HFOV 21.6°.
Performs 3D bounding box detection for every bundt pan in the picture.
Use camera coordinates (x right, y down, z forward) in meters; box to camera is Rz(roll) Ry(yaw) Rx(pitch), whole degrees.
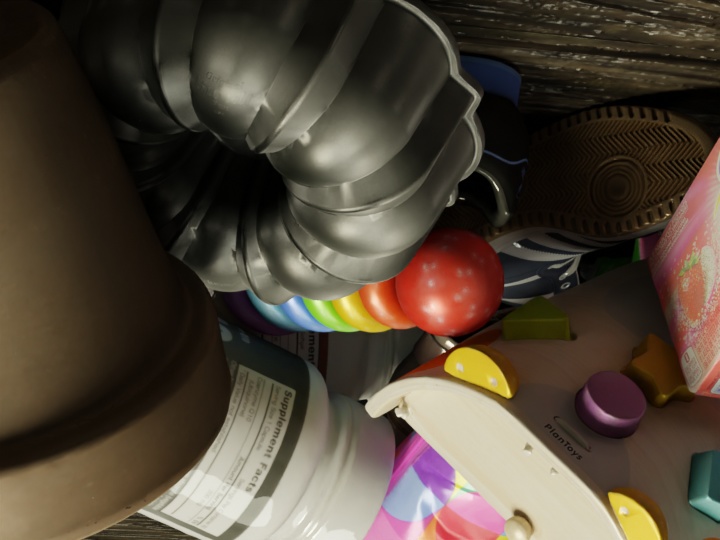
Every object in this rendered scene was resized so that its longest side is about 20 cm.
[{"bbox_3d":[-0.051,-0.057,0.817,0.201,0.076,0.202,16,146,11],"label":"bundt pan"}]

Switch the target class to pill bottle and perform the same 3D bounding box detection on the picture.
[{"bbox_3d":[-0.089,0.082,1.021,0.200,0.114,0.114,27,150,-21],"label":"pill bottle"},{"bbox_3d":[-0.064,0.040,1.133,0.199,0.112,0.112,1,160,-14],"label":"pill bottle"}]

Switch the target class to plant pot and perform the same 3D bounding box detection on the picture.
[{"bbox_3d":[-0.158,-0.011,0.740,0.200,0.200,0.175,-3,118,5],"label":"plant pot"}]

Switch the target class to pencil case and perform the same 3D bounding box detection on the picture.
[{"bbox_3d":[0.042,0.133,1.052,0.088,0.088,0.200,15,127,-37],"label":"pencil case"}]

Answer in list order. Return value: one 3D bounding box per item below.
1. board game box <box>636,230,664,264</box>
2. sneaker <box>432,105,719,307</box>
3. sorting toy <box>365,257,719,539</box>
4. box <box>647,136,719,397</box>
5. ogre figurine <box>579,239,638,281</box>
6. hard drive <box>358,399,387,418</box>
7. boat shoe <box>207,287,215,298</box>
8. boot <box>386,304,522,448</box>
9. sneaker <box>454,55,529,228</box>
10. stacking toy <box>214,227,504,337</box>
[{"bbox_3d":[0.228,0.036,1.008,0.153,0.200,0.040,-3,160,5],"label":"board game box"},{"bbox_3d":[0.121,-0.030,1.016,0.200,0.070,0.108,-13,158,33],"label":"sneaker"},{"bbox_3d":[0.139,0.068,0.937,0.180,0.200,0.107,-32,155,-33],"label":"sorting toy"},{"bbox_3d":[0.224,-0.035,0.867,0.102,0.095,0.200,6,134,-19],"label":"box"},{"bbox_3d":[0.208,0.026,1.134,0.120,0.200,0.098,18,111,-17],"label":"ogre figurine"},{"bbox_3d":[-0.058,0.073,1.208,0.199,0.135,0.042,4,145,-8],"label":"hard drive"},{"bbox_3d":[-0.134,0.061,0.855,0.073,0.199,0.068,10,123,26],"label":"boat shoe"},{"bbox_3d":[0.110,0.084,1.117,0.200,0.070,0.146,0,132,-19],"label":"boot"},{"bbox_3d":[-0.016,-0.063,0.908,0.199,0.078,0.070,2,160,-7],"label":"sneaker"},{"bbox_3d":[0.000,0.000,0.988,0.085,0.086,0.200,17,173,-40],"label":"stacking toy"}]
